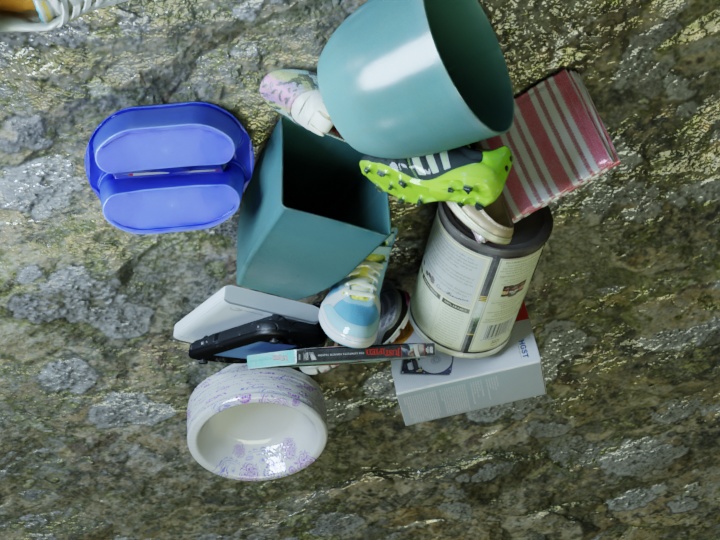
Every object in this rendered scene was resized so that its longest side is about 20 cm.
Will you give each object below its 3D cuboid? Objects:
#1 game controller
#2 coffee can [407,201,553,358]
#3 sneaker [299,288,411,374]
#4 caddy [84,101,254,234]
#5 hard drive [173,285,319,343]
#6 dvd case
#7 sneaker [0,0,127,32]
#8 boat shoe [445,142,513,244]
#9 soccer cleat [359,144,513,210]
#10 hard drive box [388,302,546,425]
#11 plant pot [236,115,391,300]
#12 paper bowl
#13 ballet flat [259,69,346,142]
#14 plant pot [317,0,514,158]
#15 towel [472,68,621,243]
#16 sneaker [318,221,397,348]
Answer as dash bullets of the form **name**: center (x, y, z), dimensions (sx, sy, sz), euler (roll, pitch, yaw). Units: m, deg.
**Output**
- **game controller**: center (-0.137, 0.096, 1.678), dimensions (0.104, 0.042, 0.200), euler (20, 156, -35)
- **coffee can**: center (0.151, -0.005, 1.665), dimensions (0.146, 0.146, 0.200), euler (2, 135, -12)
- **sneaker**: center (-0.024, 0.076, 1.767), dimensions (0.200, 0.074, 0.087), euler (-27, 140, 23)
- **caddy**: center (-0.224, -0.122, 1.514), dimensions (0.200, 0.105, 0.142), euler (-5, 113, -5)
- **hard drive**: center (-0.155, 0.070, 1.711), dimensions (0.132, 0.027, 0.200), euler (14, 158, -23)
- **dvd case**: center (-0.026, 0.109, 1.646), dimensions (0.200, 0.022, 0.146), euler (-2, 175, -30)
- **sneaker**: center (-0.304, -0.291, 1.343), dimensions (0.200, 0.081, 0.077), euler (-13, 134, 1)
- **boat shoe**: center (0.131, -0.117, 1.515), dimensions (0.072, 0.200, 0.065), euler (10, 132, -43)
- **soccer cleat**: center (0.087, -0.117, 1.473), dimensions (0.200, 0.081, 0.068), euler (12, 148, 41)
- **hard drive box**: center (0.141, 0.113, 1.778), dimensions (0.200, 0.156, 0.077), euler (-14, 135, 3)
- **plant pot**: center (-0.074, -0.060, 1.582), dimensions (0.141, 0.142, 0.200), euler (15, 141, -23)
- **paper bowl**: center (-0.149, 0.206, 1.853), dimensions (0.200, 0.104, 0.201), euler (-3, 137, -3)
- **ballet flat**: center (-0.023, -0.178, 1.513), dimensions (0.200, 0.071, 0.069), euler (19, 127, -26)
- **plant pot**: center (0.051, -0.214, 1.410), dimensions (0.161, 0.201, 0.201), euler (-20, 136, 26)
- **towel**: center (0.200, -0.136, 1.546), dimensions (0.200, 0.147, 0.030), euler (-31, 149, 20)
- **sneaker**: center (0.000, 0.000, 1.618), dimensions (0.079, 0.200, 0.131), euler (12, 120, -8)
